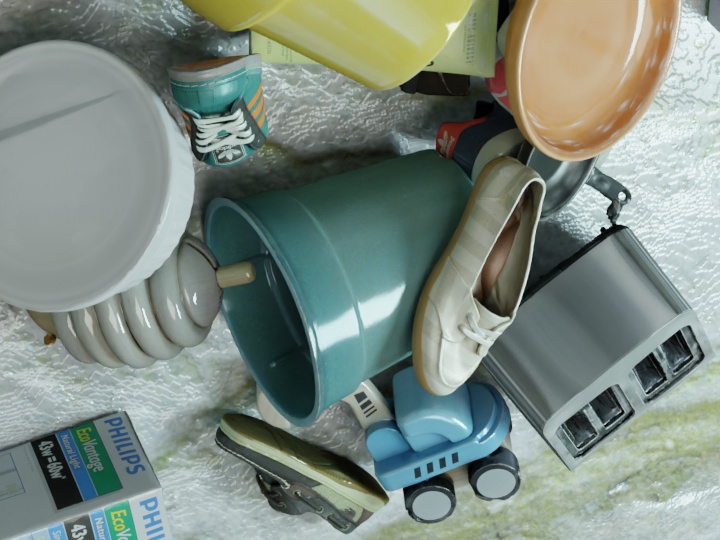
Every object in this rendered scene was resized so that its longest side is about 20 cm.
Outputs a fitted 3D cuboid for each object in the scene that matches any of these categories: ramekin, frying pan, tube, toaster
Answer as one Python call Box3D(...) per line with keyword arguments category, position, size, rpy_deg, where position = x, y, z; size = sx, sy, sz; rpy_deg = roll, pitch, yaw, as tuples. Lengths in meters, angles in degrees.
Box3D(category="ramekin", position=(-0.218, -0.069, 1.619), size=(0.203, 0.202, 0.094), rpy_deg=(-48, 166, 8))
Box3D(category="frying pan", position=(0.187, -0.102, 1.797), size=(0.189, 0.031, 0.116), rpy_deg=(-13, 127, -52))
Box3D(category="tube", position=(0.011, -0.191, 1.691), size=(0.198, 0.052, 0.058), rpy_deg=(1, 162, -3))
Box3D(category="toaster", position=(0.209, 0.065, 1.900), size=(0.181, 0.119, 0.200), rpy_deg=(-39, 153, 0))

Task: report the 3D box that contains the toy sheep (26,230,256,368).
Box3D(category="toy sheep", position=(-0.181, 0.013, 1.715), size=(0.199, 0.138, 0.138), rpy_deg=(-8, 130, 20))

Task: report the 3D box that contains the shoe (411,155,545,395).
Box3D(category="shoe", position=(0.096, 0.008, 1.696), size=(0.070, 0.053, 0.201), rpy_deg=(16, 95, -40))

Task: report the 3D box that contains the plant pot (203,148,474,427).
Box3D(category="plant pot", position=(0.000, 0.000, 1.768), size=(0.195, 0.200, 0.201), rpy_deg=(-23, 127, -22))

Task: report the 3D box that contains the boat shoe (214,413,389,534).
Box3D(category="boat shoe", position=(-0.059, 0.191, 1.919), size=(0.200, 0.072, 0.066), rpy_deg=(28, 100, -40))

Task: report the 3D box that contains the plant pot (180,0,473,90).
Box3D(category="plant pot", position=(-0.020, -0.240, 1.574), size=(0.188, 0.201, 0.201), rpy_deg=(35, 101, -24))

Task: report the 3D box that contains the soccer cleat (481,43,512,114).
Box3D(category="soccer cleat", position=(0.194, -0.198, 1.784), size=(0.199, 0.073, 0.068), rpy_deg=(-31, 168, -7))

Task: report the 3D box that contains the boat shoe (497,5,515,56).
Box3D(category="boat shoe", position=(0.170, -0.243, 1.732), size=(0.200, 0.068, 0.075), rpy_deg=(-45, 152, -22))

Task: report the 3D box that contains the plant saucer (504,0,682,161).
Box3D(category="plant saucer", position=(0.179, -0.187, 1.680), size=(0.199, 0.037, 0.201), rpy_deg=(-24, 126, -38))

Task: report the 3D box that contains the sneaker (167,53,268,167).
Box3D(category="sneaker", position=(-0.102, -0.121, 1.627), size=(0.071, 0.200, 0.081), rpy_deg=(-8, 91, 4))

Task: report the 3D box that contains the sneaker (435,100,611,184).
Box3D(category="sneaker", position=(0.143, -0.117, 1.833), size=(0.199, 0.084, 0.075), rpy_deg=(-10, 125, -49))

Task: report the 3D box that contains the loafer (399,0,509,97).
Box3D(category="loafer", position=(0.092, -0.228, 1.726), size=(0.071, 0.073, 0.201), rpy_deg=(19, 123, -3))

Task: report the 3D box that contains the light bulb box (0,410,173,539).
Box3D(category="light bulb box", position=(-0.261, 0.257, 1.831), size=(0.199, 0.125, 0.199), rpy_deg=(-18, 125, -13))

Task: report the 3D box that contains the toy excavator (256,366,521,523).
Box3D(category="toy excavator", position=(0.027, 0.129, 1.905), size=(0.193, 0.100, 0.201), rpy_deg=(-22, 125, 13))

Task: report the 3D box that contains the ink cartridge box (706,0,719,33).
Box3D(category="ink cartridge box", position=(0.409, -0.283, 1.840), size=(0.199, 0.084, 0.147), rpy_deg=(-14, 124, -17))
